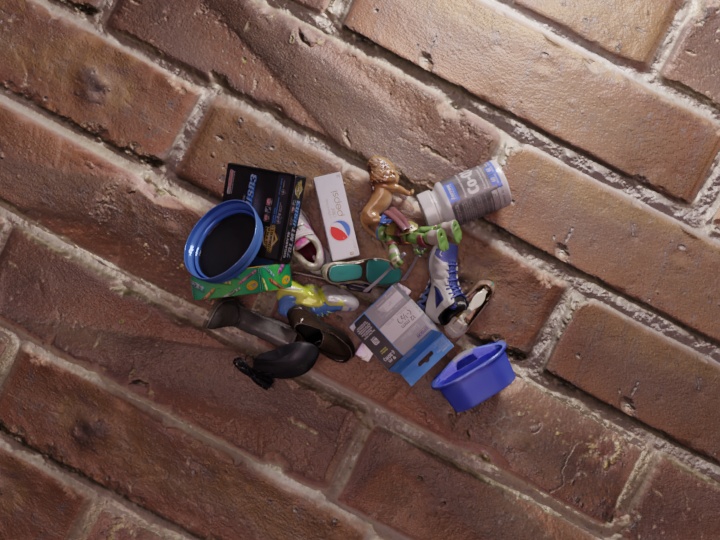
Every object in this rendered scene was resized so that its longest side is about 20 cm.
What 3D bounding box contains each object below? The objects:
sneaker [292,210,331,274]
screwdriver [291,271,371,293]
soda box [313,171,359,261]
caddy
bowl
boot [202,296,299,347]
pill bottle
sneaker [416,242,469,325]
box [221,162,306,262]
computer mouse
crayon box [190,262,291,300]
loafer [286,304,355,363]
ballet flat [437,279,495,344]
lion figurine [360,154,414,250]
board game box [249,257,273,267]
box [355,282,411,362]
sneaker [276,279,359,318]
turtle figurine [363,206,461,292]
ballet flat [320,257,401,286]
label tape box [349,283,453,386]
[{"bbox_3d":[-0.141,-0.081,1.637,0.081,0.088,0.200,-39,90,2],"label":"sneaker"},{"bbox_3d":[-0.068,0.020,1.665,0.198,0.028,0.029,17,86,0],"label":"screwdriver"},{"bbox_3d":[-0.058,-0.125,1.643,0.068,0.064,0.202,-13,90,-5],"label":"soda box"},{"bbox_3d":[0.259,0.235,1.606,0.199,0.141,0.105,-31,93,1],"label":"caddy"},{"bbox_3d":[-0.301,-0.062,1.542,0.199,0.039,0.202,-16,55,24],"label":"bowl"},{"bbox_3d":[-0.247,0.135,1.608,0.199,0.182,0.073,33,111,4],"label":"boot"},{"bbox_3d":[0.237,-0.168,1.611,0.199,0.114,0.115,-22,91,2],"label":"pill bottle"},{"bbox_3d":[0.207,0.040,1.608,0.080,0.115,0.201,8,99,-42],"label":"sneaker"},{"bbox_3d":[-0.232,-0.134,1.598,0.197,0.050,0.202,14,97,27],"label":"box"},{"bbox_3d":[-0.183,0.225,1.603,0.199,0.053,0.139,-23,135,22],"label":"computer mouse"},{"bbox_3d":[-0.271,0.025,1.581,0.199,0.119,0.059,-7,92,28],"label":"crayon box"},{"bbox_3d":[-0.095,0.163,1.622,0.200,0.072,0.073,37,114,-23],"label":"loafer"},{"bbox_3d":[0.244,0.101,1.639,0.068,0.067,0.201,37,92,1],"label":"ballet flat"},{"bbox_3d":[0.046,-0.162,1.634,0.122,0.072,0.201,23,84,-13],"label":"lion figurine"},{"bbox_3d":[-0.248,-0.075,1.657,0.157,0.039,0.201,29,104,25],"label":"board game box"},{"bbox_3d":[0.054,0.124,1.659,0.039,0.041,0.201,31,91,2],"label":"box"},{"bbox_3d":[-0.107,0.087,1.659,0.198,0.076,0.106,14,110,1],"label":"sneaker"},{"bbox_3d":[0.125,-0.041,1.557,0.193,0.143,0.202,-6,73,40],"label":"turtle figurine"},{"bbox_3d":[0.000,0.000,1.644,0.198,0.062,0.068,4,95,-24],"label":"ballet flat"},{"bbox_3d":[0.095,0.151,1.594,0.143,0.066,0.200,-44,83,11],"label":"label tape box"}]
